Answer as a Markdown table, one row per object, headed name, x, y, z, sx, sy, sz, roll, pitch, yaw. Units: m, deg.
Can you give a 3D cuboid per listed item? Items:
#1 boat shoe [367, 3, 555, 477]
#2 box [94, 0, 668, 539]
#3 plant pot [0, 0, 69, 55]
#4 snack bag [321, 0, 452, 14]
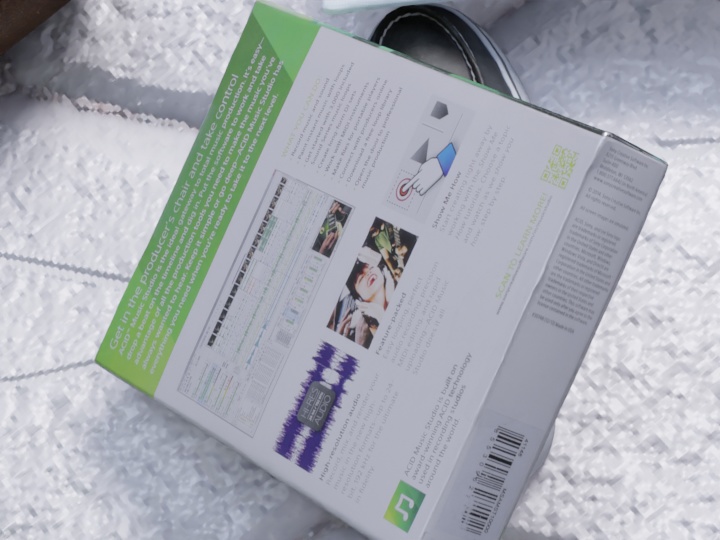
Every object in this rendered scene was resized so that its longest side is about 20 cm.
| name | x | y | z | sx | sy | sz | roll | pitch | yaw |
| --- | --- | --- | --- | --- | --- | --- | --- | --- | --- |
| boat shoe | 0.031 | -0.020 | 0.951 | 0.068 | 0.057 | 0.201 | -16 | 57 | 11 |
| box | 0.000 | 0.000 | 0.901 | 0.200 | 0.036 | 0.145 | 27 | 93 | 50 |
| plant pot | -0.231 | -0.108 | 1.046 | 0.200 | 0.187 | 0.187 | -46 | 55 | 8 |
| snack bag | 0.070 | -0.186 | 0.988 | 0.188 | 0.021 | 0.201 | -2 | 70 | 18 |
